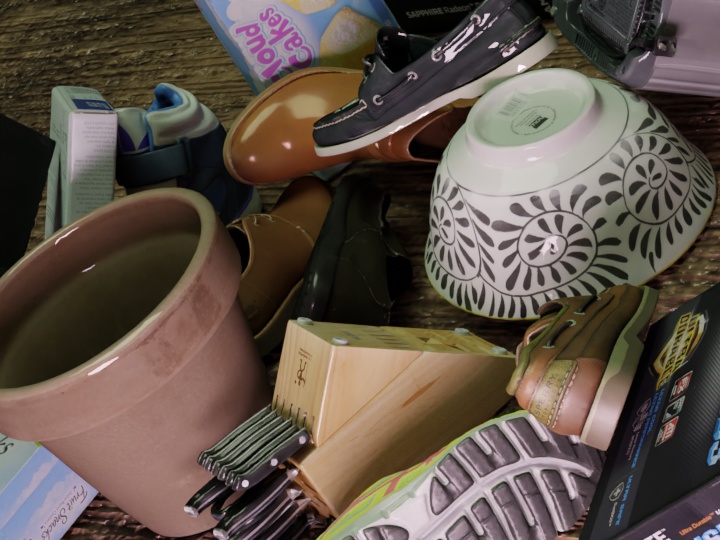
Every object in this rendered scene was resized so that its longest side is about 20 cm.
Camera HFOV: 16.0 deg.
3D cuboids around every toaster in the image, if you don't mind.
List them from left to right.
[{"bbox_3d":[0.219,-0.179,1.702,0.128,0.114,0.200,6,19,-19],"label":"toaster"}]

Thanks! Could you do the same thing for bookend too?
[{"bbox_3d":[-0.311,0.010,1.832,0.201,0.092,0.199,-57,15,30],"label":"bookend"}]

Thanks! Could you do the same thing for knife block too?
[{"bbox_3d":[-0.005,0.123,1.589,0.199,0.177,0.064,4,12,-30],"label":"knife block"}]

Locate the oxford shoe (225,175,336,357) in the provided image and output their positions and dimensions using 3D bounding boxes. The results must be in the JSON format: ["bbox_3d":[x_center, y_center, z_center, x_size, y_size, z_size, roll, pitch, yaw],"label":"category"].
[{"bbox_3d":[-0.065,-0.018,1.844,0.071,0.071,0.200,-20,25,30],"label":"oxford shoe"}]

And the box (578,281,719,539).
[{"bbox_3d":[0.214,0.065,1.378,0.198,0.050,0.201,-38,19,44],"label":"box"}]

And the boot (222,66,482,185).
[{"bbox_3d":[0.008,-0.101,1.843,0.199,0.074,0.155,-25,25,-10],"label":"boot"}]

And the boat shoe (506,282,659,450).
[{"bbox_3d":[0.127,0.041,1.478,0.200,0.068,0.072,-49,-21,-76],"label":"boat shoe"}]

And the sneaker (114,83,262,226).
[{"bbox_3d":[-0.161,-0.046,1.907,0.080,0.147,0.200,-7,38,41],"label":"sneaker"}]

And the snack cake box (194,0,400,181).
[{"bbox_3d":[-0.042,-0.183,1.935,0.115,0.201,0.067,-38,29,-7],"label":"snack cake box"}]

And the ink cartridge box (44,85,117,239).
[{"bbox_3d":[-0.208,-0.028,1.896,0.043,0.202,0.196,1,9,-11],"label":"ink cartridge box"}]

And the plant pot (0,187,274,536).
[{"bbox_3d":[-0.135,0.073,1.664,0.199,0.175,0.201,-26,28,16],"label":"plant pot"}]

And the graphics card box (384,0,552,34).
[{"bbox_3d":[0.108,-0.247,2.037,0.199,0.051,0.126,0,43,45],"label":"graphics card box"}]

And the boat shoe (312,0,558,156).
[{"bbox_3d":[0.037,-0.138,1.729,0.199,0.066,0.074,-22,14,39],"label":"boat shoe"}]

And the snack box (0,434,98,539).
[{"bbox_3d":[-0.282,0.159,1.802,0.199,0.068,0.169,0,41,46],"label":"snack box"}]

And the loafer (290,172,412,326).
[{"bbox_3d":[0.000,0.000,1.764,0.200,0.071,0.073,-73,4,-61],"label":"loafer"}]

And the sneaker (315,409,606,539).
[{"bbox_3d":[0.048,0.135,1.487,0.199,0.079,0.090,-28,11,-5],"label":"sneaker"}]

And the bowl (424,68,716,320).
[{"bbox_3d":[0.123,-0.068,1.659,0.199,0.095,0.201,-15,34,10],"label":"bowl"}]
